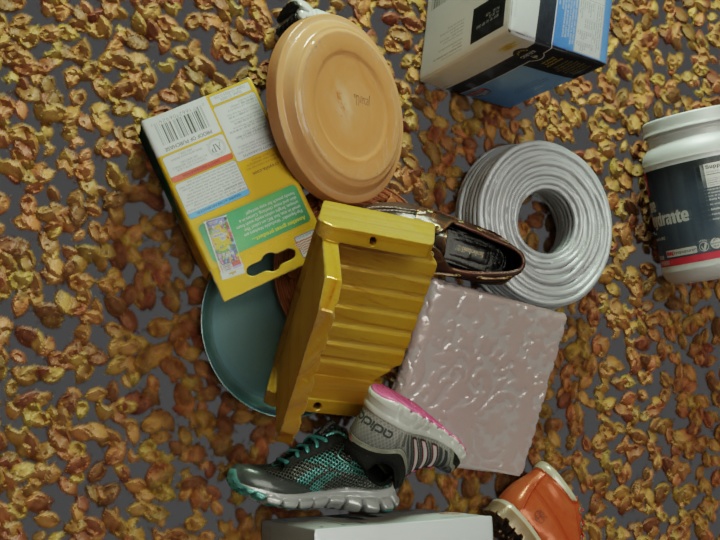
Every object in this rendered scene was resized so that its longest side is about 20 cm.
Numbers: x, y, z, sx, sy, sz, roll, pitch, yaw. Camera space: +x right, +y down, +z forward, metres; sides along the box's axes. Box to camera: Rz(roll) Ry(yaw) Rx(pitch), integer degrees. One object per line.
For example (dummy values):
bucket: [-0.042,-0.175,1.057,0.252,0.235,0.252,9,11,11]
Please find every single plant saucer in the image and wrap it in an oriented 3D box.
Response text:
plant saucer: [-0.018,-0.171,1.226,0.199,0.032,0.203,10,77,-48]
plant saucer: [-0.079,0.055,1.243,0.197,0.027,0.203,3,83,-24]

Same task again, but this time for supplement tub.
supplement tub: [0.426,-0.092,1.435,0.139,0.140,0.203,-10,88,-26]

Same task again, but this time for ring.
ring: [0.000,0.000,1.262,0.198,0.019,0.204,3,83,-24]

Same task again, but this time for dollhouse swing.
dollhouse swing: [0.002,0.065,1.125,0.179,0.176,0.202,10,112,-23]

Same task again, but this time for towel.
towel: [0.125,0.121,1.300,0.189,0.032,0.203,13,97,-25]

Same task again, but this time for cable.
cable: [0.203,-0.052,1.364,0.200,0.069,0.201,40,70,-16]

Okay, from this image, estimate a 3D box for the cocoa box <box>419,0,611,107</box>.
cocoa box: [0.173,-0.280,1.302,0.130,0.199,0.135,12,79,-24]

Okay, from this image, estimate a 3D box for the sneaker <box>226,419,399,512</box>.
sneaker: [-0.048,0.202,1.215,0.198,0.077,0.093,9,83,-32]

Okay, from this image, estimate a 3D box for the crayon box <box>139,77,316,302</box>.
crayon box: [-0.130,-0.079,1.194,0.125,0.052,0.202,-24,85,-16]

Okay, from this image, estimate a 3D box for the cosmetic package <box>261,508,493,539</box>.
cosmetic package: [0.015,0.277,1.194,0.197,0.150,0.053,2,84,-25]

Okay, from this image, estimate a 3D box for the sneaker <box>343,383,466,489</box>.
sneaker: [0.041,0.182,1.197,0.088,0.073,0.200,-54,147,-1]

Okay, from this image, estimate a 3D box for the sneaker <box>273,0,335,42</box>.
sneaker: [-0.048,-0.190,1.263,0.080,0.075,0.203,6,82,-33]

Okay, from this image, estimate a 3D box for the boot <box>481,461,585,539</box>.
boot: [0.236,0.318,1.340,0.107,0.075,0.201,-41,101,-29]

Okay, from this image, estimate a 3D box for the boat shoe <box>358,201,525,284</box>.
boat shoe: [0.082,-0.031,1.247,0.197,0.070,0.071,11,87,-15]
